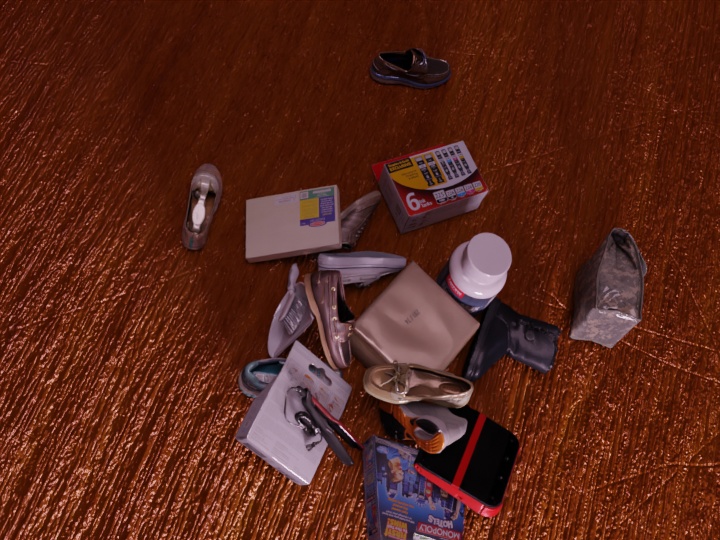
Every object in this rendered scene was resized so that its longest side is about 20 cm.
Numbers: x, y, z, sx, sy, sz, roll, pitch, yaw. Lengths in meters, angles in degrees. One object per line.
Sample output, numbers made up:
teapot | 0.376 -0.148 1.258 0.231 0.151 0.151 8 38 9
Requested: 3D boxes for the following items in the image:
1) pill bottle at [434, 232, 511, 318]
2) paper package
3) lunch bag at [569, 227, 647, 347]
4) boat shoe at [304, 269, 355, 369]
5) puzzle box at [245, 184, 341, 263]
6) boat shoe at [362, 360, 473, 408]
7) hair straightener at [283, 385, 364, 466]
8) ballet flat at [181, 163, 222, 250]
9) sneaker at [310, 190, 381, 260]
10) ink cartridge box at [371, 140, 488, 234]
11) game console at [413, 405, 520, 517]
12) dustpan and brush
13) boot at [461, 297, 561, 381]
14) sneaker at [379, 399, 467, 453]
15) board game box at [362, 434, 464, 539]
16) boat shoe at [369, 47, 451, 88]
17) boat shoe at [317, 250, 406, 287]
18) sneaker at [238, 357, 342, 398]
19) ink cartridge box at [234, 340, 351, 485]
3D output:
pill bottle | 0.221 0.012 1.548 0.117 0.201 0.122 5 64 -9
paper package | 0.099 0.122 1.527 0.190 0.104 0.200 42 63 9
lunch bag | 0.512 0.032 1.622 0.115 0.165 0.204 13 64 0
boat shoe | -0.043 0.092 1.427 0.069 0.203 0.071 -9 29 13
puzzle box | -0.135 -0.093 1.574 0.195 0.025 0.136 -8 65 11
boat shoe | 0.103 0.198 1.397 0.195 0.063 0.075 5 67 -1
hair straightener | -0.071 0.281 1.383 0.201 0.040 0.077 54 55 -27
ballet flat | -0.315 -0.140 1.575 0.066 0.067 0.204 7 64 -9
sneaker | -0.024 -0.086 1.624 0.199 0.070 0.076 -36 90 -17
ink cartridge box | 0.145 -0.199 1.694 0.196 0.084 0.178 -19 71 -19
game console | 0.202 0.341 1.455 0.175 0.031 0.201 29 40 6
dustpan and brush | -0.130 0.058 1.515 0.057 0.139 0.201 37 33 -15
boot | 0.306 0.163 1.566 0.166 0.077 0.202 26 57 4
sneaker | 0.113 0.273 1.439 0.091 0.199 0.078 -9 108 -35
board game box | 0.086 0.423 1.395 0.197 0.062 0.203 21 55 -13
boat shoe | 0.123 -0.472 1.820 0.195 0.073 0.074 -5 67 -14
boat shoe | 0.000 0.000 1.586 0.196 0.073 0.068 1 103 -24
sneaker | -0.126 0.200 1.450 0.195 0.087 0.079 -1 65 -13
ink cartridge box | -0.116 0.255 1.411 0.160 0.047 0.202 42 57 -26
